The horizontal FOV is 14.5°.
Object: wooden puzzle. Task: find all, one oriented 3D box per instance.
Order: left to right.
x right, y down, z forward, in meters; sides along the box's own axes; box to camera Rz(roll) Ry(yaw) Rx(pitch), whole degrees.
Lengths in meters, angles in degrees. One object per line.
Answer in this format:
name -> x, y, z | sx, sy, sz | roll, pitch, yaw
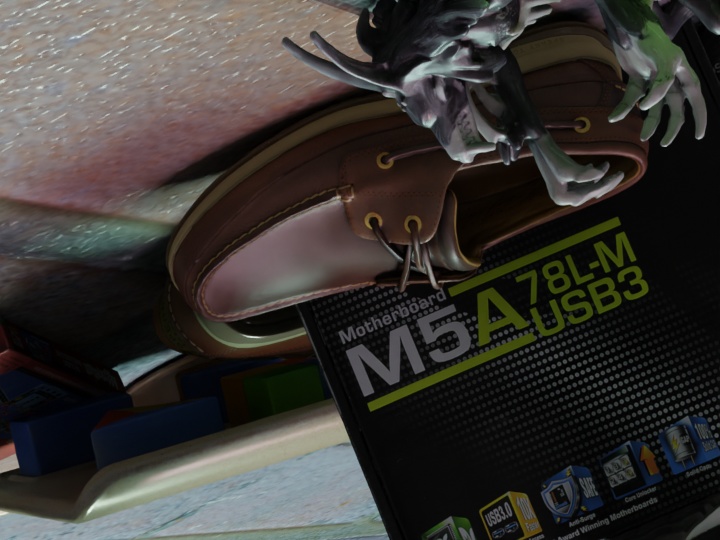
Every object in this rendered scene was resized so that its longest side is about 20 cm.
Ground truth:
wooden puzzle -> -0.080, 0.071, 1.307 | 0.185, 0.047, 0.200 | -16, -179, -26

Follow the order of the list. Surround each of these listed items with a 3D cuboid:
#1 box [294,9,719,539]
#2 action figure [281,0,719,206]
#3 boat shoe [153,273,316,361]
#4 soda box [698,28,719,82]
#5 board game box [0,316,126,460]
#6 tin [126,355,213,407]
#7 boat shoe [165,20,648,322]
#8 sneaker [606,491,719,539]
box -> 0.081, 0.017, 1.170 | 0.199, 0.194, 0.048 | -22, 170, 2
action figure -> 0.080, -0.079, 0.980 | 0.199, 0.102, 0.119 | -21, 179, -15
boat shoe -> 0.000, 0.000, 1.267 | 0.199, 0.072, 0.068 | -4, 165, -31
soda box -> 0.173, -0.073, 1.234 | 0.200, 0.071, 0.063 | -32, 164, 35
board game box -> -0.180, 0.062, 1.306 | 0.103, 0.020, 0.200 | -23, 168, 6
tin -> -0.032, 0.054, 1.496 | 0.199, 0.042, 0.112 | -18, 163, -21
boat shoe -> 0.020, -0.029, 1.118 | 0.199, 0.068, 0.072 | -24, 144, 0
sneaker -> 0.142, 0.142, 1.139 | 0.070, 0.090, 0.200 | -24, 169, 7
